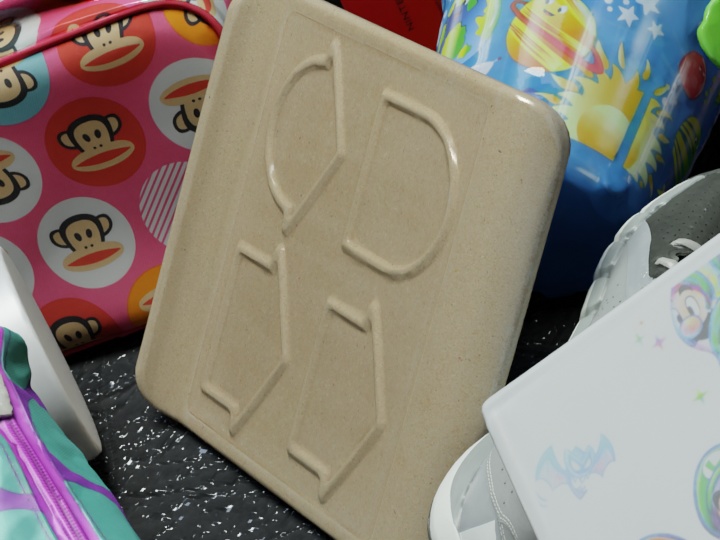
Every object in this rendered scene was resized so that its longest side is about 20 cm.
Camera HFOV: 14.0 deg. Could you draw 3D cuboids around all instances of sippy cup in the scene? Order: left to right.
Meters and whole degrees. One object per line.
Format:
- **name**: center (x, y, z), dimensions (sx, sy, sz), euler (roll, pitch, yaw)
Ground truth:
- **sippy cup**: center (0.083, -0.066, 1.182), dimensions (0.139, 0.178, 0.131), euler (17, 55, 4)

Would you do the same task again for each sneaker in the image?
- **sneaker**: center (0.113, 0.035, 1.025), dimensions (0.200, 0.075, 0.115), euler (-53, 9, -23)

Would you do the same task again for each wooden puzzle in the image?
- **wooden puzzle**: center (0.000, 0.000, 1.133), dimensions (0.046, 0.186, 0.200), euler (6, 15, -39)

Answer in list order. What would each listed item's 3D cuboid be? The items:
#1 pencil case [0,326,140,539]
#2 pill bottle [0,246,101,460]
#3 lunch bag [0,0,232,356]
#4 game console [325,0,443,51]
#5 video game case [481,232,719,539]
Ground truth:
- **pencil case**: center (-0.114, 0.107, 1.043), dimensions (0.085, 0.093, 0.200), euler (-11, 46, -36)
- **pill bottle**: center (-0.213, 0.076, 1.180), dimensions (0.200, 0.114, 0.114), euler (-26, 32, -3)
- **lunch bag**: center (-0.130, -0.055, 1.254), dimensions (0.199, 0.176, 0.082), euler (-17, 33, 11)
- **game console**: center (-0.015, -0.151, 1.290), dimensions (0.172, 0.200, 0.119), euler (-29, 34, -7)
- **video game case**: center (0.148, 0.062, 0.892), dimensions (0.200, 0.024, 0.182), euler (-37, 57, 21)
